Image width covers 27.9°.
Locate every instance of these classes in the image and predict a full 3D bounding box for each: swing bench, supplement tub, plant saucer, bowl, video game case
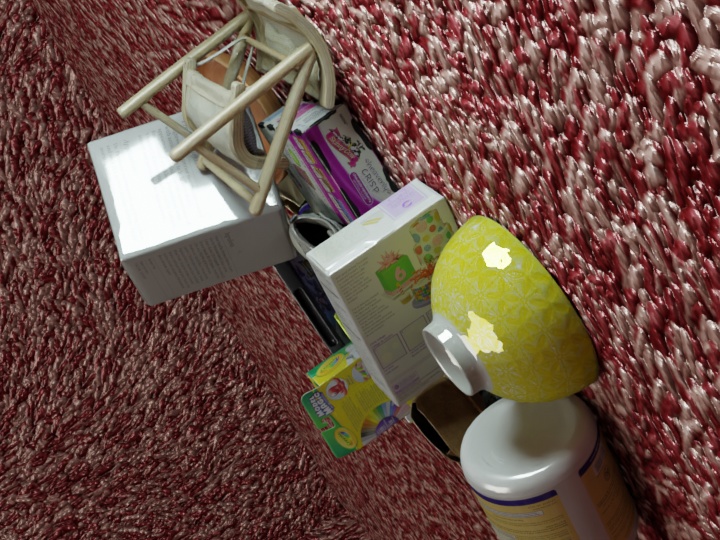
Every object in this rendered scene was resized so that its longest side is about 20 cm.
[{"bbox_3d":[-0.132,-0.195,1.556,0.130,0.200,0.199,34,-177,-31],"label":"swing bench"},{"bbox_3d":[0.202,0.236,1.500,0.145,0.145,0.200,38,160,56],"label":"supplement tub"},{"bbox_3d":[-0.153,-0.203,1.883,0.200,0.037,0.200,41,154,25],"label":"plant saucer"},{"bbox_3d":[0.126,0.059,1.394,0.200,0.108,0.200,51,168,15],"label":"bowl"},{"bbox_3d":[-0.033,0.036,1.960,0.181,0.025,0.200,57,-160,-4],"label":"video game case"}]

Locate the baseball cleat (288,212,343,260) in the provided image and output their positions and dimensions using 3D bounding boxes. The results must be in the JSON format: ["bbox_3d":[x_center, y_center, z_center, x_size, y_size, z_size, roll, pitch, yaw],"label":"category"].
[{"bbox_3d":[0.000,0.000,1.665,0.200,0.070,0.106,29,178,4],"label":"baseball cleat"}]

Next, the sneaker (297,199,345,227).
[{"bbox_3d":[-0.007,-0.024,1.838,0.200,0.070,0.100,47,-163,-28],"label":"sneaker"}]

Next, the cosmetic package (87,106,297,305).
[{"bbox_3d":[-0.200,-0.084,1.751,0.165,0.200,0.165,80,172,-69],"label":"cosmetic package"}]

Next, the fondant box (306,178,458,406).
[{"bbox_3d":[0.050,0.025,1.514,0.058,0.144,0.200,43,164,51],"label":"fondant box"}]

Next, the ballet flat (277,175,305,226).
[{"bbox_3d":[-0.049,-0.049,1.921,0.200,0.069,0.069,50,168,20],"label":"ballet flat"}]

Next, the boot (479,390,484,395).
[{"bbox_3d":[0.133,0.174,1.800,0.096,0.074,0.200,42,166,46],"label":"boot"}]

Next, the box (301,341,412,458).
[{"bbox_3d":[0.023,0.137,1.815,0.048,0.200,0.117,36,158,58],"label":"box"}]

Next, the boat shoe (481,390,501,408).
[{"bbox_3d":[0.182,0.211,1.713,0.061,0.072,0.201,41,155,40],"label":"boat shoe"}]

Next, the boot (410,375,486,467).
[{"bbox_3d":[0.134,0.205,1.614,0.200,0.075,0.074,46,143,7],"label":"boot"}]

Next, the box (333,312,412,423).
[{"bbox_3d":[0.048,0.113,1.927,0.200,0.048,0.122,56,-163,-6],"label":"box"}]

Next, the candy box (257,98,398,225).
[{"bbox_3d":[-0.036,-0.124,1.650,0.137,0.061,0.200,57,168,-18],"label":"candy box"}]
